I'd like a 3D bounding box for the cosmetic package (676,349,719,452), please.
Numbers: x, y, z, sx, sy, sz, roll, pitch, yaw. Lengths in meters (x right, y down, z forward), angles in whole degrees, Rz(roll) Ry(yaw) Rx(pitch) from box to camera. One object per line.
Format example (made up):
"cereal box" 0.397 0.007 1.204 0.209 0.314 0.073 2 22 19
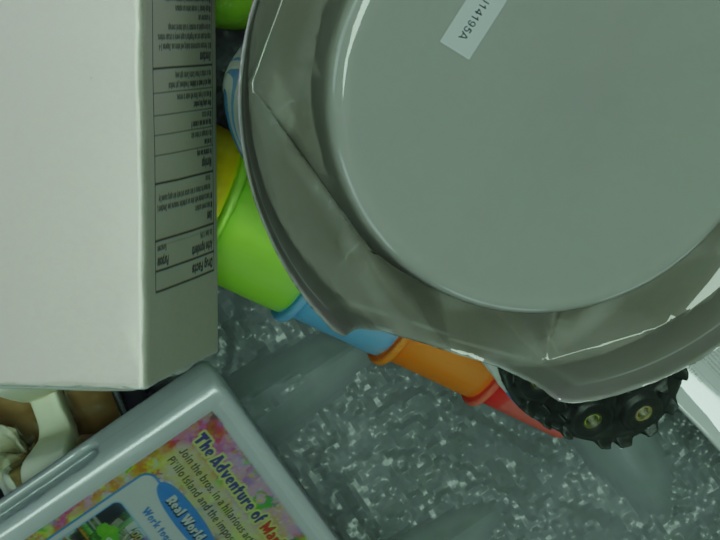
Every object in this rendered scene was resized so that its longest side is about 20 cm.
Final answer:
"cosmetic package" 0.098 -0.024 0.992 0.083 0.051 0.200 -43 100 6

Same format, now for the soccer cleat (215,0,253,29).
"soccer cleat" -0.023 -0.181 0.950 0.081 0.068 0.201 24 98 -7

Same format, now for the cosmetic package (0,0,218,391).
"cosmetic package" -0.089 -0.067 0.870 0.071 0.105 0.201 1 94 10

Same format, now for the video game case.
"video game case" -0.077 0.152 0.979 0.182 0.024 0.200 -34 123 0

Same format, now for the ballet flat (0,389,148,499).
"ballet flat" -0.113 0.044 0.971 0.073 0.073 0.201 -21 100 -2

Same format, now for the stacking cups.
"stacking cups" 0.000 0.000 0.976 0.199 0.061 0.061 25 95 -14

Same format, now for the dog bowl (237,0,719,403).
"dog bowl" 0.055 -0.061 0.859 0.199 0.059 0.201 -4 108 -12

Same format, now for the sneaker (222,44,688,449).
"sneaker" 0.036 -0.016 0.940 0.200 0.073 0.072 41 99 -21
